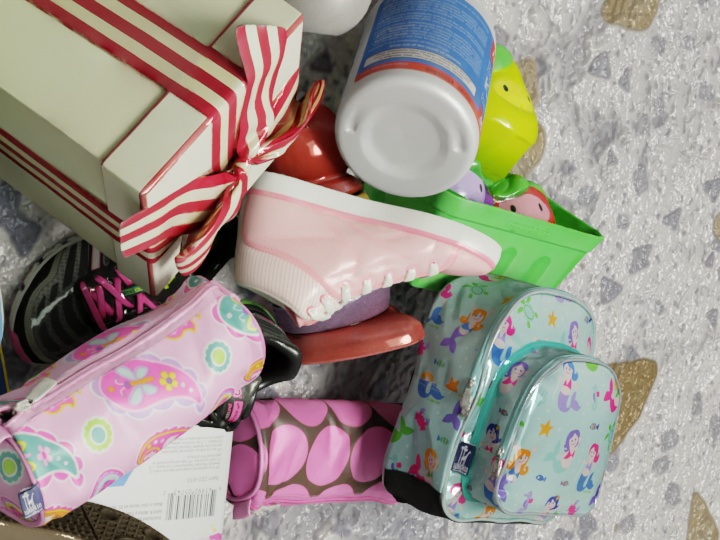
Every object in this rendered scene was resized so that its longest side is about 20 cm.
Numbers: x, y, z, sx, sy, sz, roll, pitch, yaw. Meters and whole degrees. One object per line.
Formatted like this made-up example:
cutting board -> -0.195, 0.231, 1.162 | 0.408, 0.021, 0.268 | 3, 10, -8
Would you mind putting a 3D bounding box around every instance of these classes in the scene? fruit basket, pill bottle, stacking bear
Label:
fruit basket -> 0.108, -0.086, 1.251 | 0.214, 0.155, 0.217 | -19, 126, -27
pill bottle -> 0.050, -0.159, 1.151 | 0.113, 0.111, 0.201 | 58, 29, -32
stacking bear -> -0.031, -0.036, 1.159 | 0.113, 0.121, 0.202 | -13, 99, -11

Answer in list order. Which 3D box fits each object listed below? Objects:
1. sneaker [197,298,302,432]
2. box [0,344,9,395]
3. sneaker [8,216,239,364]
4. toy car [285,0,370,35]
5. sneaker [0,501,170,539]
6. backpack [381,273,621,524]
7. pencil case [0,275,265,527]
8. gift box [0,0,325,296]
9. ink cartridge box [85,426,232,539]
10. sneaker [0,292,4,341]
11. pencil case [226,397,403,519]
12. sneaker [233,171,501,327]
sneaker -> -0.117, 0.076, 1.027 | 0.199, 0.083, 0.077 | -27, 137, -43
box -> -0.277, 0.121, 1.002 | 0.064, 0.070, 0.202 | -17, 109, -35
sneaker -> -0.164, 0.004, 1.063 | 0.199, 0.087, 0.074 | -35, 120, -30
toy car -> -0.037, -0.260, 1.052 | 0.199, 0.149, 0.177 | -1, 104, -39
sneaker -> -0.207, 0.201, 0.991 | 0.199, 0.071, 0.076 | 25, 105, -28
backpack -> 0.121, 0.106, 1.192 | 0.177, 0.150, 0.202 | 13, 86, -47
pencil case -> -0.154, 0.079, 0.920 | 0.199, 0.087, 0.088 | -32, 118, -35
gift box -> -0.144, -0.108, 0.944 | 0.185, 0.186, 0.200 | -52, 171, -17
ink cartridge box -> -0.183, 0.205, 1.089 | 0.144, 0.084, 0.202 | 3, 95, -39
sneaker -> -0.260, 0.004, 0.924 | 0.072, 0.071, 0.202 | 36, 50, -68
pencil case -> -0.031, 0.155, 1.210 | 0.199, 0.091, 0.094 | 4, 66, -40
sneaker -> 0.000, 0.000, 1.076 | 0.199, 0.075, 0.106 | 14, 83, -8
